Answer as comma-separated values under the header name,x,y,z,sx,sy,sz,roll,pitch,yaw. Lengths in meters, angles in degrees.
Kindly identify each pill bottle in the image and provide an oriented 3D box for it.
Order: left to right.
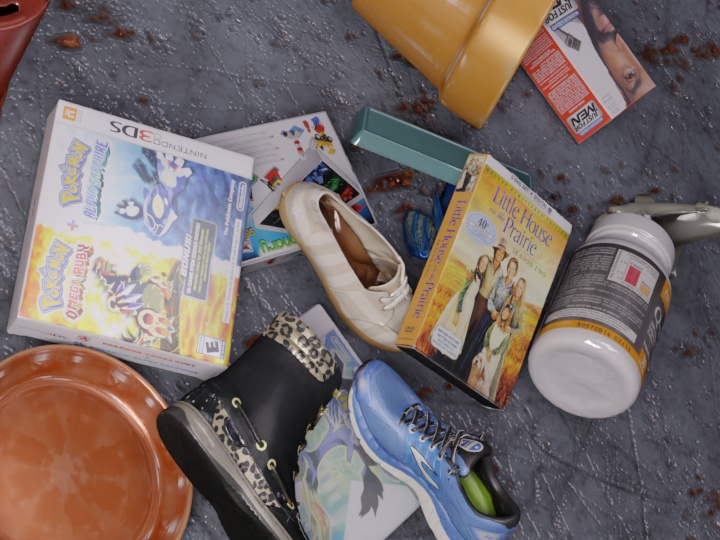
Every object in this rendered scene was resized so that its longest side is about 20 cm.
name,x,y,z,sx,sy,sz,roll,pitch,yaw
pill bottle,0.249,0.041,1.545,0.116,0.116,0.201,40,49,-12

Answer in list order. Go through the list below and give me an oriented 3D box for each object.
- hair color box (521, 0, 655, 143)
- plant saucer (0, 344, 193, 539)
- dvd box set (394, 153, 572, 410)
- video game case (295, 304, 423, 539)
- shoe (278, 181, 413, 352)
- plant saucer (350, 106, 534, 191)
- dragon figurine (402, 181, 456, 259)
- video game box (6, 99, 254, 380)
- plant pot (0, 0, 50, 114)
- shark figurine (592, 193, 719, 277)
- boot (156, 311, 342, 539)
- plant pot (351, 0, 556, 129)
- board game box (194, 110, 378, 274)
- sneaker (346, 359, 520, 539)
name,x,y,z,sx,sy,sz,roll,pitch,yaw
hair color box,0.234,-0.257,1.736,0.111,0.064,0.201,-36,90,-44
plant saucer,-0.224,0.156,1.187,0.199,0.032,0.202,18,55,-28
dvd box set,0.120,0.012,1.450,0.146,0.029,0.202,36,70,-38
video game case,-0.037,0.152,1.334,0.182,0.022,0.201,-35,89,-43
shoe,0.000,0.000,1.397,0.200,0.053,0.070,51,56,-25
plant saucer,0.086,-0.111,1.525,0.198,0.019,0.070,22,30,-8
dragon figurine,0.081,-0.043,1.505,0.099,0.059,0.202,0,67,-37
video game box,-0.187,-0.025,1.279,0.180,0.047,0.202,14,65,-19
plant pot,-0.338,-0.199,1.189,0.199,0.195,0.203,17,57,-28
shark figurine,0.366,-0.032,1.686,0.128,0.212,0.091,-42,135,-70
boot,-0.056,0.150,1.246,0.154,0.073,0.204,-45,106,-34
plant pot,0.098,-0.279,1.574,0.182,0.201,0.201,31,49,1
board game box,-0.086,-0.070,1.412,0.199,0.035,0.127,-17,78,-41
sneaker,0.070,0.154,1.337,0.200,0.089,0.079,50,46,-2
